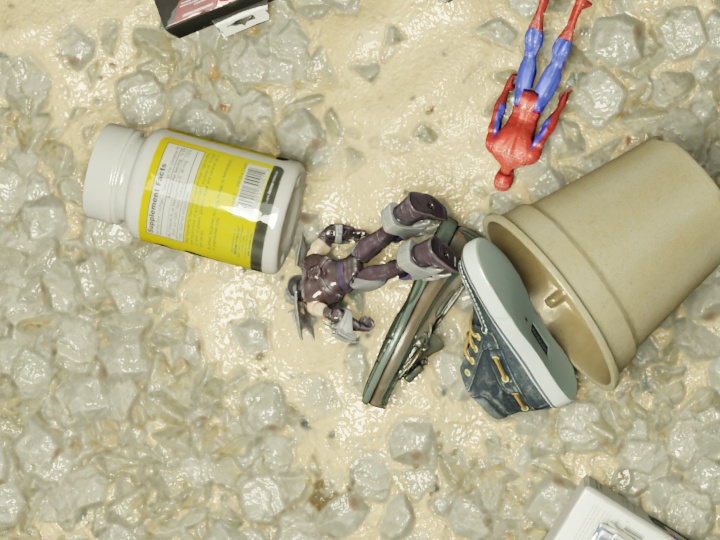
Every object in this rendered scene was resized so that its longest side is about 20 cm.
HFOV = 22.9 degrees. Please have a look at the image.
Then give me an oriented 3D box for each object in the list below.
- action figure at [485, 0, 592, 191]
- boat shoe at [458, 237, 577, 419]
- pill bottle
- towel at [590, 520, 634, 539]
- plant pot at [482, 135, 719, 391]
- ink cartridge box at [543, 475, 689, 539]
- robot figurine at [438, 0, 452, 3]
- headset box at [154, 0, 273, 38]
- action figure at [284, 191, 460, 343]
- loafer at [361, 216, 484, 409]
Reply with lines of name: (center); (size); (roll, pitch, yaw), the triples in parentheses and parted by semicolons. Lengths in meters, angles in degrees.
action figure: (0.169, -0.173, 1.733); (0.065, 0.052, 0.202); (21, 97, 10)
boat shoe: (0.123, 0.063, 1.685); (0.090, 0.071, 0.201); (-19, 120, 26)
pill bottle: (-0.162, -0.074, 1.730); (0.198, 0.114, 0.115); (15, 91, 6)
towel: (0.231, 0.352, 1.656); (0.146, 0.024, 0.201); (34, 99, 2)
plant pot: (0.246, -0.022, 1.668); (0.183, 0.200, 0.201); (-36, 87, -7)
ink cartridge box: (0.263, 0.313, 1.704); (0.199, 0.086, 0.148); (32, 95, 3)
robot figurine: (0.066, -0.362, 1.710); (0.168, 0.113, 0.202); (-23, 88, -11)
headset box: (-0.146, -0.333, 1.748); (0.148, 0.077, 0.202); (-21, 89, 5)
action figure: (0.000, 0.000, 1.712); (0.199, 0.069, 0.131); (-24, 63, 34)
loafer: (0.066, 0.049, 1.733); (0.062, 0.072, 0.201); (25, 90, -1)
